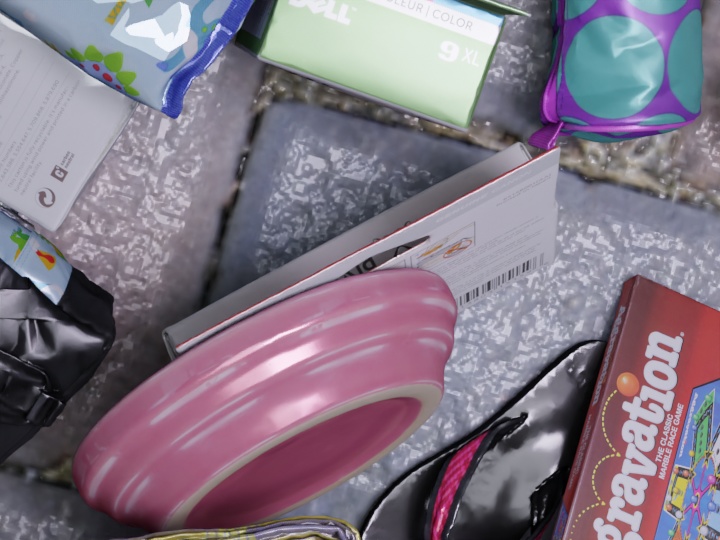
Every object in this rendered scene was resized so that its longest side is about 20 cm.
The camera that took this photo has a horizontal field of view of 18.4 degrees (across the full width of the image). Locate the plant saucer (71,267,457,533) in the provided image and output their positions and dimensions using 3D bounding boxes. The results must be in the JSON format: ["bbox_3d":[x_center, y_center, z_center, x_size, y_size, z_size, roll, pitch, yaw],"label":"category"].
[{"bbox_3d":[-0.037,0.072,1.046,0.199,0.201,0.051,-27,73,-5],"label":"plant saucer"}]

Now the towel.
[{"bbox_3d":[-0.078,0.141,1.052,0.142,0.200,0.023,-7,79,-7],"label":"towel"}]

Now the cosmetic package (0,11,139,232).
[{"bbox_3d":[-0.199,-0.112,1.031,0.199,0.113,0.081,33,103,-8],"label":"cosmetic package"}]

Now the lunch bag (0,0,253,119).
[{"bbox_3d":[-0.120,-0.174,1.004,0.170,0.200,0.128,36,98,-12],"label":"lunch bag"}]

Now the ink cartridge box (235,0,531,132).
[{"bbox_3d":[0.004,-0.110,1.031,0.103,0.200,0.060,19,95,-10],"label":"ink cartridge box"}]

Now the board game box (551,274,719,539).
[{"bbox_3d":[0.157,0.112,1.132,0.102,0.019,0.201,23,68,-10],"label":"board game box"}]

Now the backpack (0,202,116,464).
[{"bbox_3d":[-0.237,0.001,1.039,0.199,0.154,0.163,35,110,-28],"label":"backpack"}]

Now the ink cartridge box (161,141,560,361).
[{"bbox_3d":[0.000,0.000,1.057,0.199,0.174,0.044,-28,72,-5],"label":"ink cartridge box"}]

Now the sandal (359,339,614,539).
[{"bbox_3d":[0.071,0.114,1.146,0.200,0.045,0.075,-45,101,-2],"label":"sandal"}]

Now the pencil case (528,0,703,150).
[{"bbox_3d":[0.123,-0.165,1.103,0.092,0.085,0.202,-8,98,-24],"label":"pencil case"}]
